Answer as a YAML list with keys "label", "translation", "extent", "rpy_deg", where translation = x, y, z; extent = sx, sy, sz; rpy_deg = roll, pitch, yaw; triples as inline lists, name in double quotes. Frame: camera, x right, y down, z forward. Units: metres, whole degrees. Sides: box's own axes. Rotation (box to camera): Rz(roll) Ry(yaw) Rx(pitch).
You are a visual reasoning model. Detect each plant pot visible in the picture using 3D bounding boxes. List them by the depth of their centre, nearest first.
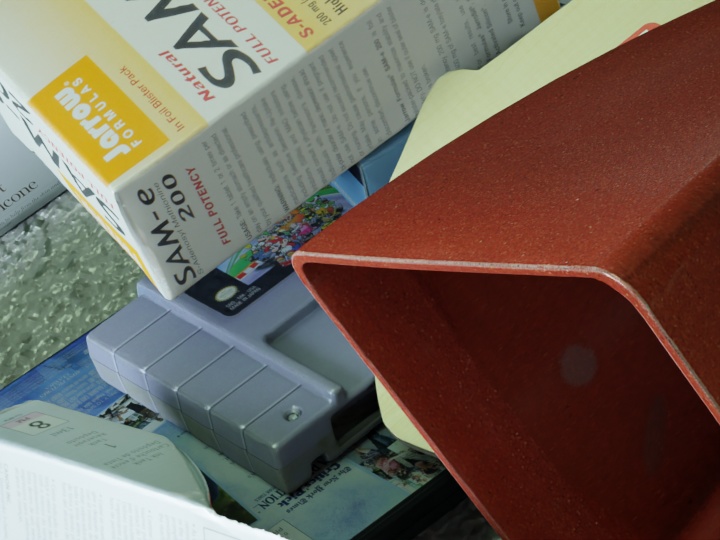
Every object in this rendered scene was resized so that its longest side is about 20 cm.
- label: "plant pot"
  translation: [0.135, 0.013, 0.913]
  extent: [0.176, 0.200, 0.200]
  rpy_deg: [-45, 22, -20]

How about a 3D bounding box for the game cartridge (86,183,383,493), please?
- label: "game cartridge"
  translation: [0.000, 0.000, 1.146]
  extent: [0.200, 0.038, 0.130]
  rpy_deg: [-37, 46, -25]

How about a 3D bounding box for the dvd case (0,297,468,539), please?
- label: "dvd case"
  translation: [-0.046, 0.062, 1.124]
  extent: [0.143, 0.018, 0.200]
  rpy_deg: [-34, 40, -25]

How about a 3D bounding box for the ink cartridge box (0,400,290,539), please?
- label: "ink cartridge box"
  translation: [-0.061, 0.147, 1.035]
  extent: [0.200, 0.163, 0.057]
  rpy_deg: [11, 23, 35]

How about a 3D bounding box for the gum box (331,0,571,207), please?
- label: "gum box"
  translation: [0.041, -0.125, 1.198]
  extent: [0.200, 0.045, 0.170]
  rpy_deg: [-31, 51, -15]

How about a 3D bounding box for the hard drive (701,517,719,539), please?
- label: "hard drive"
  translation: [0.144, 0.058, 1.058]
  extent: [0.132, 0.026, 0.200]
  rpy_deg: [-36, 45, 4]

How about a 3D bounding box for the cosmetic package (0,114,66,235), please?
- label: "cosmetic package"
  translation: [-0.133, -0.093, 1.310]
  extent: [0.200, 0.083, 0.051]
  rpy_deg: [-35, 45, 5]

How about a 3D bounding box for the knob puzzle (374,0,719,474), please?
- label: "knob puzzle"
  translation: [0.091, 0.000, 1.070]
  extent: [0.220, 0.030, 0.220]
  rpy_deg: [-4, 72, 13]

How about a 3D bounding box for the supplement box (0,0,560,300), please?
- label: "supplement box"
  translation: [-0.040, -0.100, 1.114]
  extent: [0.200, 0.074, 0.126]
  rpy_deg: [-38, 52, -12]

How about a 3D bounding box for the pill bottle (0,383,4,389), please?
- label: "pill bottle"
  translation: [-0.247, 0.099, 1.214]
  extent: [0.200, 0.116, 0.116]
  rpy_deg: [-45, 45, -4]
